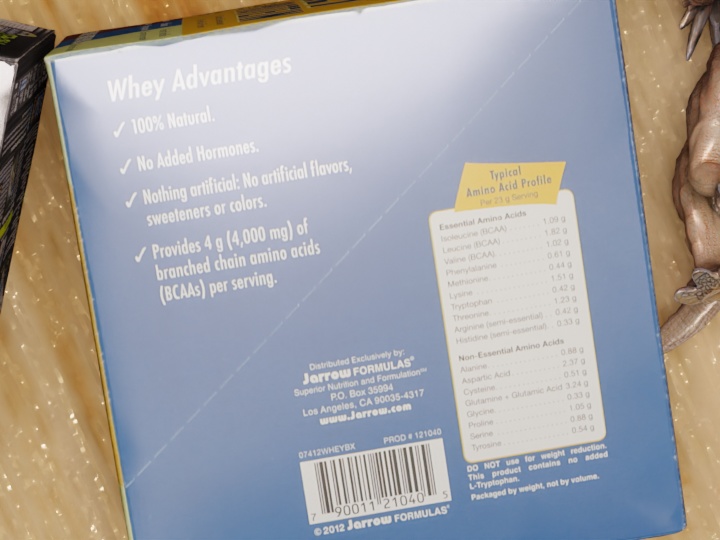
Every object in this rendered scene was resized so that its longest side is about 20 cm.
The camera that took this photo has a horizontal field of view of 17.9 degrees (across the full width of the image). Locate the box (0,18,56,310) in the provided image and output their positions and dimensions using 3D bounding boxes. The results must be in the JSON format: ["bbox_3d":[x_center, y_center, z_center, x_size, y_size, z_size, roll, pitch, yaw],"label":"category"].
[{"bbox_3d":[-0.148,-0.006,0.799,0.044,0.200,0.161,12,98,-6],"label":"box"}]

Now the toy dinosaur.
[{"bbox_3d":[0.149,-0.054,0.872,0.085,0.136,0.201,2,129,-15],"label":"toy dinosaur"}]

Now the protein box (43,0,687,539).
[{"bbox_3d":[0.000,0.000,0.844,0.197,0.135,0.201,-9,99,-3],"label":"protein box"}]
